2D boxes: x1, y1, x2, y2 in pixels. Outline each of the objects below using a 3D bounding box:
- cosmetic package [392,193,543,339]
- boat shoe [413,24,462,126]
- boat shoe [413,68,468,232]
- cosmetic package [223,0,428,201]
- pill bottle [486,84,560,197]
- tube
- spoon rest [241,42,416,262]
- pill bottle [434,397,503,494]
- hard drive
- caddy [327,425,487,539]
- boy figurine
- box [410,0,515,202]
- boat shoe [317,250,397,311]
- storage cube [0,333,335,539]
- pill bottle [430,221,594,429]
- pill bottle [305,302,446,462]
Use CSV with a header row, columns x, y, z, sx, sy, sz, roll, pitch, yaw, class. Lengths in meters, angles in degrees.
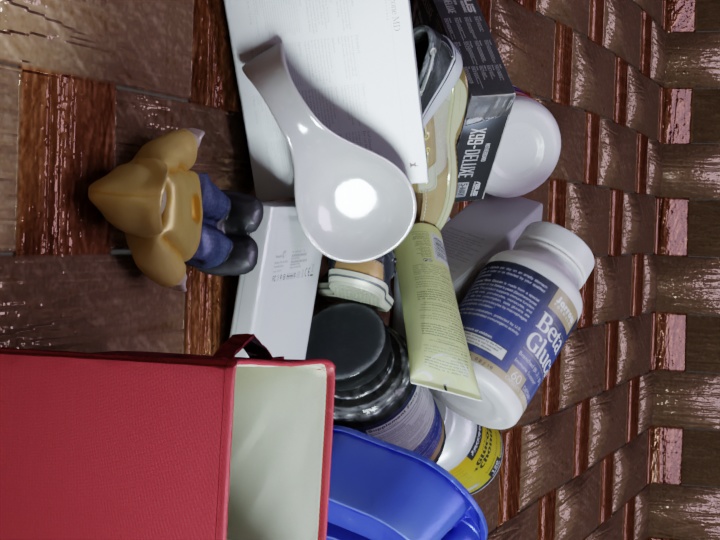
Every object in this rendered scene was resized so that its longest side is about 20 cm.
x,y,z,sx,sy,sz,roll,pitch,yaw,class
0.115,0.002,1.645,0.200,0.071,0.101,-38,140,-45,cosmetic package
0.021,-0.130,1.399,0.199,0.074,0.068,-55,151,7,boat shoe
0.057,-0.121,1.509,0.074,0.066,0.200,-119,-154,-50,boat shoe
-0.026,-0.164,1.300,0.052,0.151,0.200,-85,169,-63,cosmetic package
0.139,-0.161,1.721,0.200,0.112,0.112,-126,-153,-64,pill bottle
0.067,0.040,1.481,0.052,0.058,0.200,71,7,-47,tube
-0.029,-0.090,1.275,0.200,0.099,0.061,55,8,-21,spoon rest
0.083,0.180,1.700,0.200,0.112,0.112,45,51,-64,pill bottle
-0.075,0.040,1.332,0.132,0.026,0.200,-8,109,-69,hard drive
0.021,0.219,1.431,0.105,0.200,0.141,-49,143,-34,caddy
-0.137,-0.050,1.148,0.200,0.064,0.124,32,65,-71,boy figurine
0.091,-0.195,1.574,0.158,0.050,0.200,103,-25,-50,box
0.000,0.000,1.442,0.200,0.075,0.062,101,2,-82,boat shoe
-0.132,0.139,1.013,0.171,0.180,0.200,9,83,-70,storage cube
0.155,0.050,1.551,0.200,0.111,0.111,-56,147,-24,pill bottle
0.009,0.120,1.491,0.200,0.112,0.112,65,34,-51,pill bottle
